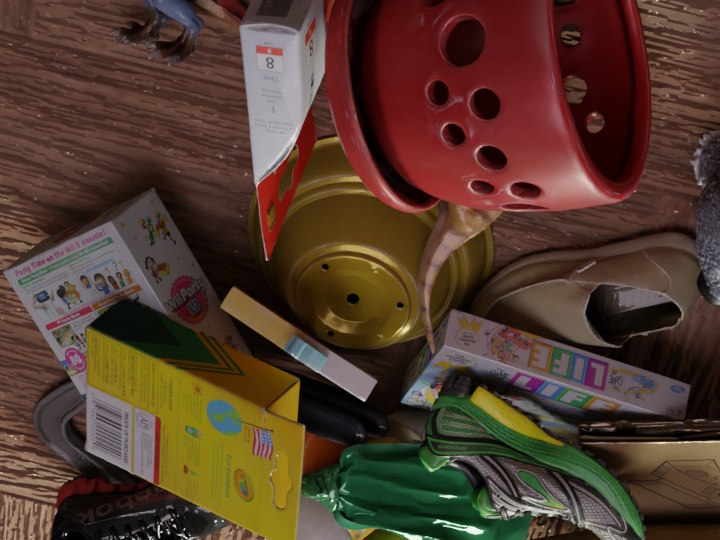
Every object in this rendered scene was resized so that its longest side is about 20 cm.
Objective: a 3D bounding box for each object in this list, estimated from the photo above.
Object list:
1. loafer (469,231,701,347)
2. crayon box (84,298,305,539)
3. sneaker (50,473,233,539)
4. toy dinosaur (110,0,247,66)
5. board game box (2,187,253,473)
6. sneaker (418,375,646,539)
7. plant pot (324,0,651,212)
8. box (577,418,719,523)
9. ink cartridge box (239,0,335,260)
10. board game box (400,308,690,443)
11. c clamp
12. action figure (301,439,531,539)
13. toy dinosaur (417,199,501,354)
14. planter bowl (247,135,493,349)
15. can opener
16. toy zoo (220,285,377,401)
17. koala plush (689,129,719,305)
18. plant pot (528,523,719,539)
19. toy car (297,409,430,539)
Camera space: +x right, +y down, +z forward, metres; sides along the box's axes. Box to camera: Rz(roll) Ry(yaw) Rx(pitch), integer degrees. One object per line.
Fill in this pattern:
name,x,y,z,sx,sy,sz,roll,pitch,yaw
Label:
loafer,0.173,0.025,1.649,0.199,0.068,0.076,-19,121,26
crayon box,-0.117,0.118,1.620,0.199,0.051,0.127,24,129,23
sneaker,-0.187,0.222,1.841,0.200,0.098,0.071,-9,127,27
toy dinosaur,-0.157,-0.249,1.529,0.199,0.105,0.182,-13,119,-25
board game box,-0.175,0.052,1.699,0.147,0.064,0.201,-21,105,42
sneaker,0.132,0.168,1.655,0.199,0.085,0.078,32,166,-3
plant pot,0.087,-0.133,1.464,0.182,0.201,0.201,-10,125,27
box,0.270,0.162,1.708,0.163,0.021,0.200,-3,155,15
ink cartridge box,-0.038,-0.130,1.514,0.050,0.163,0.201,3,129,13
board game box,0.144,0.098,1.694,0.199,0.034,0.135,18,154,-7
c clamp,-0.197,0.142,1.852,0.171,0.027,0.200,-30,117,32
action figure,0.044,0.173,1.683,0.199,0.055,0.119,6,93,-26
toy dinosaur,0.075,-0.045,1.584,0.106,0.060,0.200,43,102,11
planter bowl,0.000,0.000,1.660,0.199,0.084,0.201,7,129,8
can opener,-0.059,0.105,1.731,0.199,0.063,0.079,11,117,35
toy zoo,-0.046,0.057,1.648,0.131,0.200,0.021,33,88,1
koala plush,0.317,-0.008,1.537,0.184,0.178,0.200,-38,112,22
plant pot,0.210,0.294,1.790,0.199,0.187,0.187,6,129,16
toy car,-0.014,0.201,1.790,0.150,0.175,0.201,33,144,34
